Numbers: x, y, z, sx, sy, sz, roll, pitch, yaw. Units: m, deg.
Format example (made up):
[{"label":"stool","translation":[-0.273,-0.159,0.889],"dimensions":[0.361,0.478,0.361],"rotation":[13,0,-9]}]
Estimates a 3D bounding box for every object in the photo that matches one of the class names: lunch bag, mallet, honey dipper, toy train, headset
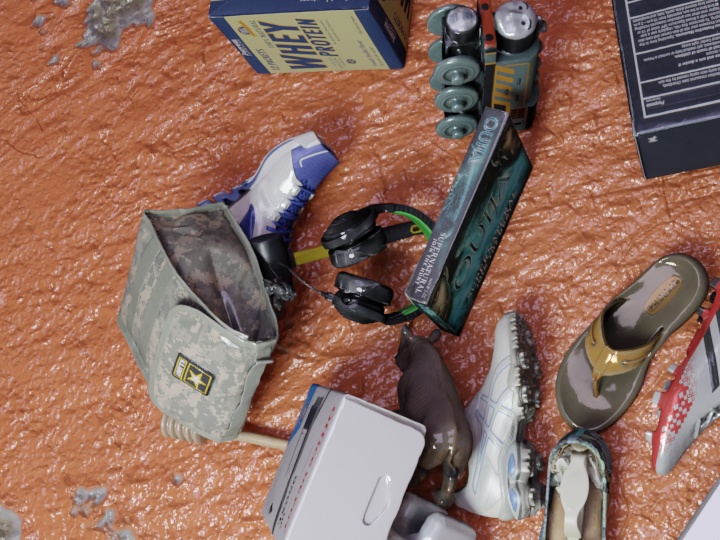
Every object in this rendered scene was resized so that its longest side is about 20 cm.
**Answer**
[{"label":"lunch bag","translation":[-0.164,0.059,0.998],"dimensions":[0.201,0.117,0.165],"rotation":[56,139,31]},{"label":"mallet","translation":[-0.024,-0.034,1.026],"dimensions":[0.198,0.041,0.066],"rotation":[-22,106,-7]},{"label":"honey dipper","translation":[-0.121,0.181,1.035],"dimensions":[0.198,0.038,0.038],"rotation":[9,77,20]},{"label":"toy train","translation":[0.127,-0.203,0.978],"dimensions":[0.113,0.200,0.086],"rotation":[-7,68,3]},{"label":"headset","translation":[0.000,0.000,0.971],"dimensions":[0.198,0.094,0.125],"rotation":[-9,99,-18]}]

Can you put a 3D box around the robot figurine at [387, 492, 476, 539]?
[{"label":"robot figurine","translation":[0.028,0.311,0.893],"dimensions":[0.169,0.113,0.201],"rotation":[21,81,53]}]

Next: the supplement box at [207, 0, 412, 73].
[{"label":"supplement box","translation":[-0.047,-0.352,1.116],"dimensions":[0.198,0.134,0.202],"rotation":[2,74,21]}]

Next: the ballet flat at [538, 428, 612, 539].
[{"label":"ballet flat","translation":[0.191,0.244,0.873],"dimensions":[0.073,0.074,0.202],"rotation":[-1,77,20]}]

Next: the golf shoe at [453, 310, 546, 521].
[{"label":"golf shoe","translation":[0.126,0.138,0.935],"dimensions":[0.096,0.078,0.202],"rotation":[-6,70,26]}]

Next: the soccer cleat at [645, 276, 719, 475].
[{"label":"soccer cleat","translation":[0.327,0.100,0.875],"dimensions":[0.085,0.069,0.201],"rotation":[23,78,29]}]

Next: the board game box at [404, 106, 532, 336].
[{"label":"board game box","translation":[0.112,-0.044,0.961],"dimensions":[0.028,0.135,0.202],"rotation":[20,82,24]}]

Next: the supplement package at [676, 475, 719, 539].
[{"label":"supplement package","translation":[0.339,0.259,0.746],"dimensions":[0.191,0.200,0.148],"rotation":[35,88,25]}]

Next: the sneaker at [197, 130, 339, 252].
[{"label":"sneaker","translation":[-0.096,-0.055,1.080],"dimensions":[0.199,0.080,0.116],"rotation":[-34,69,15]}]

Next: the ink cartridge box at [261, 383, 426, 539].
[{"label":"ink cartridge box","translation":[-0.022,0.189,0.895],"dimensions":[0.084,0.200,0.146],"rotation":[23,82,-9]}]

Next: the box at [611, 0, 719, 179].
[{"label":"box","translation":[0.353,-0.215,0.930],"dimensions":[0.198,0.123,0.201],"rotation":[-10,69,19]}]

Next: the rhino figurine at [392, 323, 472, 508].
[{"label":"rhino figurine","translation":[0.064,0.124,0.941],"dimensions":[0.059,0.088,0.201],"rotation":[5,40,-15]}]

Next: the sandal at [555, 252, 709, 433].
[{"label":"sandal","translation":[0.253,0.064,0.917],"dimensions":[0.080,0.054,0.201],"rotation":[41,97,27]}]
